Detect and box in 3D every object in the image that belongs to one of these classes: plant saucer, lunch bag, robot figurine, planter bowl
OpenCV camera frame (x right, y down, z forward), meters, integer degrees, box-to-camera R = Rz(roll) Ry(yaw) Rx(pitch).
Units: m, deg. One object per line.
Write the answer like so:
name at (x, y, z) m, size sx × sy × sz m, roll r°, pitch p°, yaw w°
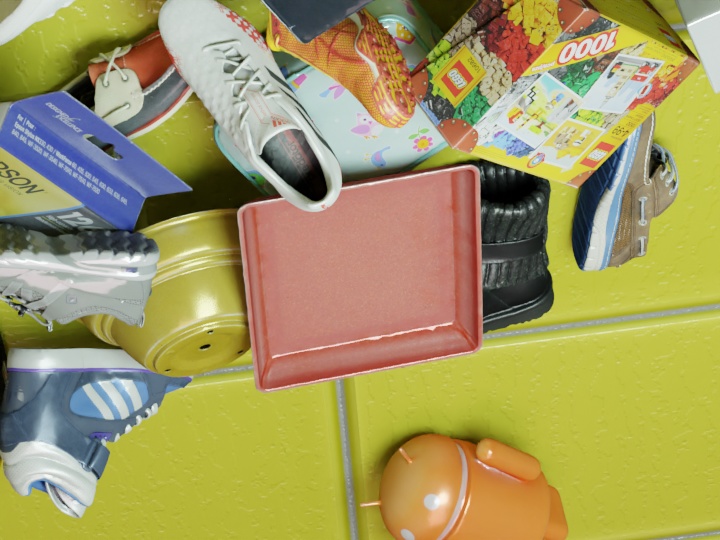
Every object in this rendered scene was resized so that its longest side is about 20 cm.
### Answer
plant saucer at (0.000, 0.000, 1.782) m, size 0.199 × 0.037 × 0.200 m, roll -11°, pitch 129°, yaw -9°
lunch bag at (-0.014, -0.132, 1.744) m, size 0.200 × 0.077 × 0.160 m, roll -31°, pitch 132°, yaw 19°
robot figurine at (0.102, 0.226, 2.070) m, size 0.200 × 0.117 × 0.144 m, roll 20°, pitch 165°, yaw -25°
planter bowl at (-0.142, 0.034, 1.822) m, size 0.200 × 0.084 × 0.200 m, roll -18°, pitch 157°, yaw -8°

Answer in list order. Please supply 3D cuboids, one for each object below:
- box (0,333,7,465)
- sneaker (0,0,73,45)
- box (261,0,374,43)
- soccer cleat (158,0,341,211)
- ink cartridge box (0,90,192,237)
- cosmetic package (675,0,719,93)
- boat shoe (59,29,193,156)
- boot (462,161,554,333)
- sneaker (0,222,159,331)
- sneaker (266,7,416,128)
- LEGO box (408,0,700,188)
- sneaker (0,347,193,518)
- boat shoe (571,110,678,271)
box at (-0.346, 0.099, 1.844) m, size 0.049 × 0.160 × 0.200 m, roll 1°, pitch 133°, yaw 6°
sneaker at (-0.212, -0.229, 1.630) m, size 0.200 × 0.075 × 0.088 m, roll -40°, pitch 139°, yaw 24°
box at (-0.051, -0.288, 1.506) m, size 0.107 × 0.200 × 0.148 m, roll -30°, pitch 130°, yaw 19°
soccer cleat at (-0.081, -0.127, 1.632) m, size 0.069 × 0.085 × 0.200 m, roll -35°, pitch 102°, yaw 2°
ink cartridge box at (-0.268, -0.073, 1.696) m, size 0.200 × 0.047 × 0.198 m, roll -4°, pitch 158°, yaw 26°
cosmetic package at (0.346, -0.235, 1.686) m, size 0.200 × 0.108 × 0.085 m, roll -22°, pitch 133°, yaw 14°
boat shoe at (-0.198, -0.141, 1.712) m, size 0.200 × 0.071 × 0.063 m, roll -34°, pitch 131°, yaw 28°
boot at (0.069, -0.008, 1.868) m, size 0.211 × 0.080 × 0.158 m, roll -20°, pitch 141°, yaw -5°
sneaker at (-0.262, 0.013, 1.718) m, size 0.199 × 0.075 × 0.082 m, roll 4°, pitch 110°, yaw -1°
sneaker at (-0.024, -0.174, 1.629) m, size 0.077 × 0.200 × 0.073 m, roll -42°, pitch 149°, yaw 13°
LEGO box at (0.151, -0.154, 1.670) m, size 0.149 × 0.077 × 0.200 m, roll -47°, pitch 151°, yaw 20°
sneaker at (-0.232, 0.142, 1.886) m, size 0.080 × 0.147 × 0.200 m, roll -1°, pitch 176°, yaw 44°
boat shoe at (0.232, -0.080, 1.845) m, size 0.072 × 0.072 × 0.200 m, roll -5°, pitch 143°, yaw -11°
